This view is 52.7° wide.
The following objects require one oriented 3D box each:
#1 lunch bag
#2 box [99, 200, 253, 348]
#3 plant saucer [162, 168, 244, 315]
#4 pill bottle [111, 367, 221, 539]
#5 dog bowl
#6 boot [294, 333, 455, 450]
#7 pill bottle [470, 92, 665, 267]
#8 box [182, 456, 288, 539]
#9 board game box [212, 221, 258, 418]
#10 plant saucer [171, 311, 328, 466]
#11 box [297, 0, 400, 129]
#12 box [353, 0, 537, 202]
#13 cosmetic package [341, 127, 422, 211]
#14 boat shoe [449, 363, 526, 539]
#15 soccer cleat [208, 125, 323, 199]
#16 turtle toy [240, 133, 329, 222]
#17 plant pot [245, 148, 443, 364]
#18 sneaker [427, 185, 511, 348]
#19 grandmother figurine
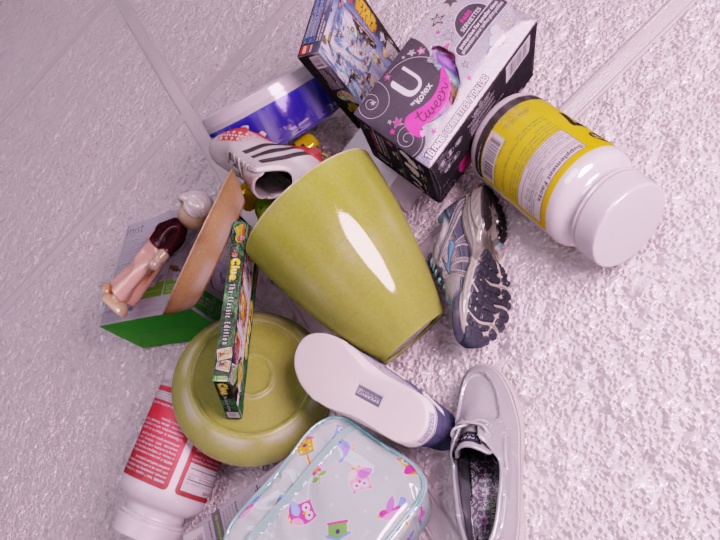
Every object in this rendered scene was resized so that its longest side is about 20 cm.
[{"bbox_3d":[-0.036,0.256,0.733,0.159,0.078,0.200,30,60,30],"label":"lunch bag"},{"bbox_3d":[-0.276,0.008,1.094,0.197,0.096,0.180,-12,57,31],"label":"box"},{"bbox_3d":[-0.192,-0.030,0.921,0.202,0.035,0.201,-60,12,21],"label":"plant saucer"},{"bbox_3d":[-0.231,0.236,0.915,0.111,0.112,0.204,7,68,38],"label":"pill bottle"},{"bbox_3d":[-0.130,-0.234,1.075,0.197,0.080,0.201,-26,17,8],"label":"dog bowl"},{"bbox_3d":[0.015,0.138,0.798,0.198,0.090,0.074,30,88,38],"label":"boot"},{"bbox_3d":[0.217,-0.099,0.778,0.114,0.114,0.200,-45,47,5],"label":"pill bottle"},{"bbox_3d":[-0.105,0.321,0.821,0.199,0.041,0.157,-39,48,12],"label":"box"},{"bbox_3d":[-0.143,0.057,0.846,0.023,0.106,0.204,2,58,-2],"label":"board game box"},{"bbox_3d":[-0.131,0.132,0.880,0.195,0.031,0.204,2,58,-4],"label":"plant saucer"},{"bbox_3d":[-0.001,-0.282,0.989,0.039,0.200,0.140,-2,62,34],"label":"box"},{"bbox_3d":[0.100,-0.206,0.838,0.114,0.132,0.202,35,87,16],"label":"box"},{"bbox_3d":[0.076,-0.193,0.960,0.101,0.071,0.201,37,88,34],"label":"cosmetic package"},{"bbox_3d":[0.122,0.180,0.713,0.069,0.071,0.205,-17,55,27],"label":"boat shoe"},{"bbox_3d":[-0.132,-0.133,0.942,0.197,0.069,0.086,16,51,28],"label":"soccer cleat"},{"bbox_3d":[-0.096,-0.109,1.021,0.145,0.102,0.200,-38,48,-7],"label":"turtle toy"},{"bbox_3d":[0.000,0.000,0.837,0.187,0.187,0.201,-41,79,8],"label":"plant pot"},{"bbox_3d":[0.120,0.003,0.830,0.085,0.077,0.203,-20,45,37],"label":"sneaker"},{"bbox_3d":[-0.281,-0.032,1.021,0.200,0.060,0.121,-46,39,2],"label":"grandmother figurine"}]
